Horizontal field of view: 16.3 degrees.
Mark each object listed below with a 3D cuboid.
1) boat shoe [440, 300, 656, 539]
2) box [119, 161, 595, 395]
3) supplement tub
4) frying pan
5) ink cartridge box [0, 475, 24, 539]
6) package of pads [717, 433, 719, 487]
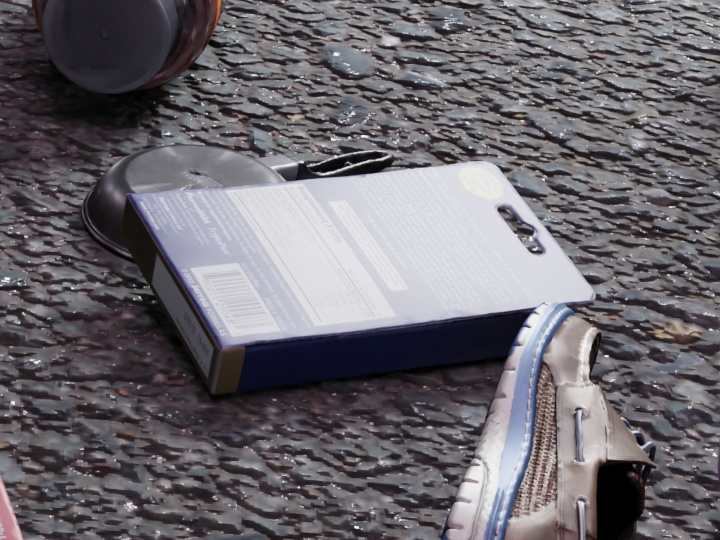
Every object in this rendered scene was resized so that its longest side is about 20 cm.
[{"bbox_3d":[0.080,0.087,1.022,0.072,0.073,0.200,17,37,6],"label":"boat shoe"},{"bbox_3d":[0.000,0.000,1.185,0.199,0.033,0.121,-7,40,-26],"label":"box"},{"bbox_3d":[-0.125,-0.168,1.420,0.106,0.108,0.200,9,27,2],"label":"supplement tub"},{"bbox_3d":[-0.048,-0.037,1.273,0.189,0.031,0.115,-7,31,-22],"label":"frying pan"},{"bbox_3d":[-0.215,0.119,0.774,0.198,0.146,0.145,-3,29,-19],"label":"ink cartridge box"},{"bbox_3d":[0.242,0.105,1.014,0.198,0.076,0.121,10,28,4],"label":"package of pads"}]
